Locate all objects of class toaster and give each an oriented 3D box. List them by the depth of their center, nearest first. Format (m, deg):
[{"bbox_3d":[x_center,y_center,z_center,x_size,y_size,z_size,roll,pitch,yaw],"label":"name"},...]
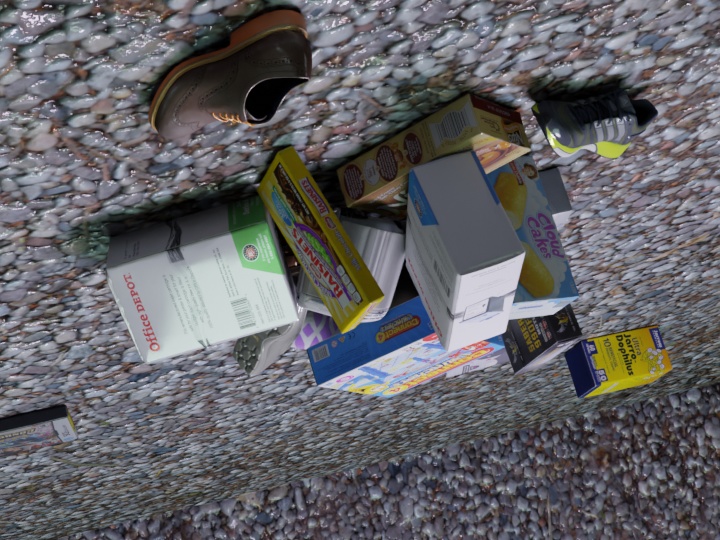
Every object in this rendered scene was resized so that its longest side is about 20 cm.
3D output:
[{"bbox_3d":[-0.010,-0.010,1.533,0.113,0.130,0.200,14,-177,12],"label":"toaster"}]

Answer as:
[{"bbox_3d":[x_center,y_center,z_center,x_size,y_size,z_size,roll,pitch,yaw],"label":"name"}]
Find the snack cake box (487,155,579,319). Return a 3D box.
[{"bbox_3d":[0.187,-0.042,1.579,0.114,0.201,0.067,-6,160,-29],"label":"snack cake box"}]

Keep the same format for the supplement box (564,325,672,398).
[{"bbox_3d":[0.584,0.207,2.833,0.199,0.109,0.110,-10,162,-18],"label":"supplement box"}]

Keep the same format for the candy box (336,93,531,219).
[{"bbox_3d":[0.085,-0.129,1.465,0.199,0.056,0.115,-26,159,32],"label":"candy box"}]

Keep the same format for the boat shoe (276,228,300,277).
[{"bbox_3d":[-0.116,-0.016,1.624,0.199,0.068,0.072,-6,168,-33],"label":"boat shoe"}]

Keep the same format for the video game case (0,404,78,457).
[{"bbox_3d":[-0.606,0.291,2.203,0.199,0.026,0.181,-12,162,-11],"label":"video game case"}]

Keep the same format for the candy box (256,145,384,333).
[{"bbox_3d":[-0.048,-0.033,1.411,0.026,0.201,0.102,-27,169,-25],"label":"candy box"}]

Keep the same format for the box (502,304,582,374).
[{"bbox_3d":[0.246,0.037,1.872,0.048,0.201,0.158,-12,164,-21],"label":"box"}]

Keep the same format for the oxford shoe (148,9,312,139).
[{"bbox_3d":[-0.124,-0.162,1.155,0.200,0.073,0.071,-29,159,37],"label":"oxford shoe"}]

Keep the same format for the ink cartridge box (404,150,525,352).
[{"bbox_3d":[0.114,-0.019,1.440,0.085,0.147,0.200,-19,154,-9],"label":"ink cartridge box"}]

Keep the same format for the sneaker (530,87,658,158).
[{"bbox_3d":[0.274,-0.182,1.465,0.199,0.074,0.081,-7,156,-48],"label":"sneaker"}]

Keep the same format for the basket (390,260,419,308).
[{"bbox_3d":[0.127,0.018,1.828,0.180,0.137,0.200,18,155,-20],"label":"basket"}]

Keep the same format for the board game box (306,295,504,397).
[{"bbox_3d":[0.064,0.103,1.678,0.199,0.056,0.196,-26,158,25],"label":"board game box"}]

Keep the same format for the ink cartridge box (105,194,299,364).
[{"bbox_3d":[-0.189,0.010,1.500,0.199,0.084,0.147,-15,121,1],"label":"ink cartridge box"}]

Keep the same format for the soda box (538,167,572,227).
[{"bbox_3d":[0.180,-0.077,1.687,0.199,0.069,0.063,-13,162,-7],"label":"soda box"}]

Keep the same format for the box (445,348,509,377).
[{"bbox_3d":[0.194,0.101,2.164,0.131,0.115,0.200,-15,162,-2],"label":"box"}]

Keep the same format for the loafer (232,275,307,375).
[{"bbox_3d":[-0.110,0.066,1.653,0.070,0.070,0.200,-32,168,-40],"label":"loafer"}]

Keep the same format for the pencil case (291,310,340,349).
[{"bbox_3d":[-0.096,0.064,1.755,0.199,0.086,0.084,9,123,4],"label":"pencil case"}]
